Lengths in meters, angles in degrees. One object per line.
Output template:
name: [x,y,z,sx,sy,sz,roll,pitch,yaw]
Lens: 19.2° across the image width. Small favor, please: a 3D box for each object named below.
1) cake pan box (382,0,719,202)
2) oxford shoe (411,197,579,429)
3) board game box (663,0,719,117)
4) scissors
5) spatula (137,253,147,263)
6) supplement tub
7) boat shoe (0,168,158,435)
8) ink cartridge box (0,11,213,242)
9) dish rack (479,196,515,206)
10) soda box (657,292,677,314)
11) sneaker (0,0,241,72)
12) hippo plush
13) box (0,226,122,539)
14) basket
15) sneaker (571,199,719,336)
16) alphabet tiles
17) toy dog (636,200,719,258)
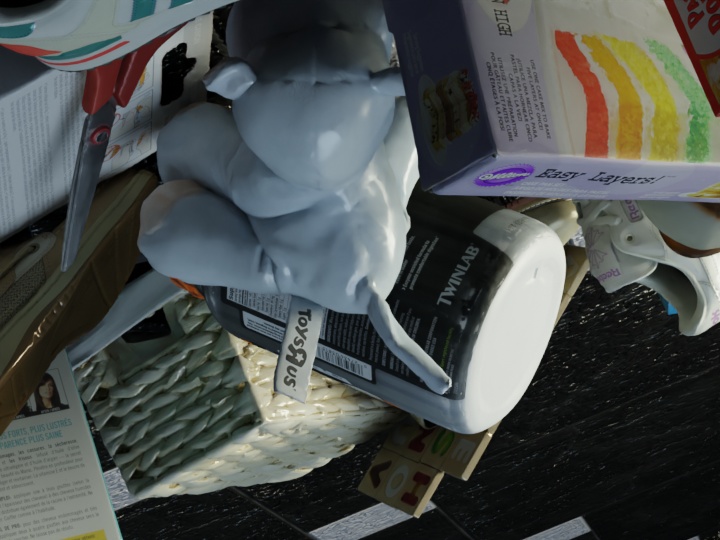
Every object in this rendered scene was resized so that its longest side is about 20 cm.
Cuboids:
cake pan box: [0.092,-0.128,0.921,0.184,0.200,0.052,3,159,-39]
oxford shoe: [0.084,0.023,1.319,0.071,0.074,0.200,-4,147,-37]
board game box: [0.181,-0.171,0.894,0.151,0.200,0.046,-11,160,-25]
scissors: [-0.129,-0.076,1.015,0.073,0.014,0.200,-7,136,-50]
spatula: [-0.099,-0.024,1.265,0.200,0.021,0.057,-18,160,-39]
supplement tub: [0.000,0.000,1.164,0.123,0.200,0.123,-47,149,-39]
boat shoe: [-0.178,0.011,1.128,0.200,0.064,0.071,-54,165,-33]
ink cartridge box: [-0.168,-0.075,1.064,0.200,0.050,0.161,-35,166,-18]
dish rack: [0.068,-0.054,1.306,0.200,0.055,0.153,-17,156,-21]
soda box: [0.211,-0.068,1.299,0.064,0.068,0.200,-11,137,-6]
sneaker: [-0.085,-0.145,0.883,0.200,0.070,0.093,-26,167,23]
hippo plush: [-0.042,-0.061,1.038,0.159,0.200,0.161,-4,143,6]
box: [-0.200,0.072,1.162,0.082,0.200,0.049,-10,162,-28]
basket: [-0.075,0.066,1.379,0.135,0.124,0.200,-31,163,29]
sneaker: [0.150,-0.049,1.209,0.100,0.200,0.075,-46,-179,-20]
alphabet tiles: [0.067,0.066,1.393,0.008,0.200,0.167,34,172,-20]
toy dog: [0.161,-0.109,1.044,0.194,0.200,0.140,-15,160,-17]
